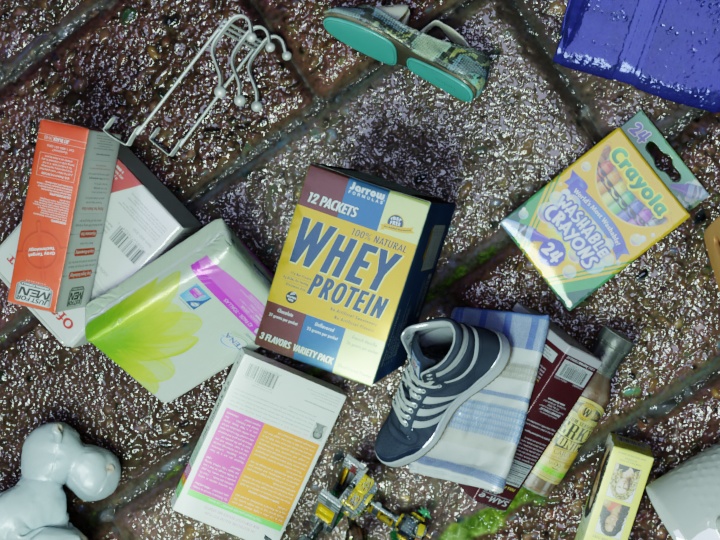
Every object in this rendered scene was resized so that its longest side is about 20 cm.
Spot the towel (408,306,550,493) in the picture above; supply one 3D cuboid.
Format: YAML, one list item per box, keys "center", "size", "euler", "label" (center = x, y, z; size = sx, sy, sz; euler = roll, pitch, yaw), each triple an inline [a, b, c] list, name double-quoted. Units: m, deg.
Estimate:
- center: [0.128, 0.137, 1.432]
  size: [0.146, 0.024, 0.201]
  euler: [6, 76, 51]
  label: "towel"

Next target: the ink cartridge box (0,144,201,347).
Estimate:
- center: [-0.309, -0.032, 1.528]
  size: [0.200, 0.083, 0.147]
  euler: [-45, 85, 10]
  label: "ink cartridge box"

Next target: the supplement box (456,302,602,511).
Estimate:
- center: [0.167, 0.151, 1.446]
  size: [0.061, 0.109, 0.201]
  euler: [25, 101, -37]
  label: "supplement box"

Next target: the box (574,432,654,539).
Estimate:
- center: [0.273, 0.288, 1.462]
  size: [0.050, 0.075, 0.201]
  euler: [16, 96, 6]
  label: "box"

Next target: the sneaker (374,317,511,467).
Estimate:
- center: [0.062, 0.127, 1.404]
  size: [0.200, 0.108, 0.070]
  euler: [-47, 50, 18]
  label: "sneaker"

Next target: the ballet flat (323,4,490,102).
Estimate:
- center: [0.056, -0.258, 1.466]
  size: [0.199, 0.074, 0.075]
  euler: [29, 98, 4]
  label: "ballet flat"

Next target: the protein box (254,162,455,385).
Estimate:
- center: [0.000, 0.000, 1.414]
  size: [0.134, 0.200, 0.200]
  euler: [19, 96, 10]
  label: "protein box"

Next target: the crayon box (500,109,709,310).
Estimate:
- center: [0.270, -0.067, 1.445]
  size: [0.200, 0.052, 0.126]
  euler: [-39, 88, 10]
  label: "crayon box"

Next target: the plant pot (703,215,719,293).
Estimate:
- center: [0.451, -0.012, 1.357]
  size: [0.199, 0.200, 0.141]
  euler: [-29, 74, 10]
  label: "plant pot"

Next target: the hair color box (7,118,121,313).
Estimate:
- center: [-0.324, -0.060, 1.435]
  size: [0.061, 0.101, 0.201]
  euler: [12, 94, 9]
  label: "hair color box"

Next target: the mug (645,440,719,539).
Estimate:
- center: [0.415, 0.244, 1.371]
  size: [0.175, 0.200, 0.148]
  euler: [-32, 79, 1]
  label: "mug"

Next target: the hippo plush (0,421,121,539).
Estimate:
- center: [-0.375, 0.266, 1.554]
  size: [0.199, 0.159, 0.162]
  euler: [26, 67, -8]
  label: "hippo plush"

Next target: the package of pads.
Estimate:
- center: [-0.191, 0.051, 1.487]
  size: [0.199, 0.068, 0.155]
  euler: [-31, 133, 10]
  label: "package of pads"

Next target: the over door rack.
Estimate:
- center: [-0.171, -0.193, 1.461]
  size: [0.200, 0.148, 0.067]
  euler: [-39, 82, 10]
  label: "over door rack"

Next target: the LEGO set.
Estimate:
- center: [-0.011, 0.305, 1.452]
  size: [0.154, 0.116, 0.200]
  euler: [41, 63, 14]
  label: "LEGO set"

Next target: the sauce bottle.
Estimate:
- center: [0.236, 0.155, 1.461]
  size: [0.064, 0.065, 0.201]
  euler: [30, 99, 6]
  label: "sauce bottle"

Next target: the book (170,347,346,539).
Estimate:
- center: [-0.118, 0.206, 1.509]
  size: [0.133, 0.048, 0.201]
  euler: [24, 97, -18]
  label: "book"

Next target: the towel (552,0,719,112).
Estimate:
- center: [0.323, -0.269, 1.425]
  size: [0.199, 0.050, 0.149]
  euler: [19, 104, 7]
  label: "towel"
